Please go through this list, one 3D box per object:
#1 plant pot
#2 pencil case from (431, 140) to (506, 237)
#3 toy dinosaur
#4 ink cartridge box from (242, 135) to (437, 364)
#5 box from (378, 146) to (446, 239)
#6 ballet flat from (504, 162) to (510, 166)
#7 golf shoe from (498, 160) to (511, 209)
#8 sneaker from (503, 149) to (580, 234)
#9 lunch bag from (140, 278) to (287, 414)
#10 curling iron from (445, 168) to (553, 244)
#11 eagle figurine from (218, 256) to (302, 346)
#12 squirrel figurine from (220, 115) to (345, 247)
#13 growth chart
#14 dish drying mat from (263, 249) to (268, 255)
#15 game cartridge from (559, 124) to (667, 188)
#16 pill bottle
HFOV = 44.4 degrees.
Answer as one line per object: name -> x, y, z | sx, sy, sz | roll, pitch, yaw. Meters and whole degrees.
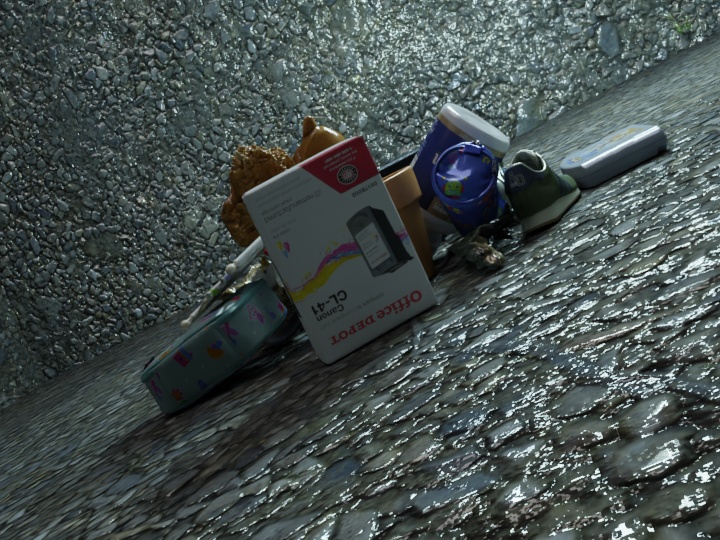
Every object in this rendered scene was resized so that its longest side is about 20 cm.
plant pot -> 0.009, -0.030, 1.158 | 0.197, 0.142, 0.200 | -27, 7, 3
pencil case -> 0.140, -0.097, 1.101 | 0.088, 0.077, 0.200 | -66, -17, -6
toy dinosaur -> 0.146, -0.035, 1.059 | 0.087, 0.048, 0.200 | -35, 3, -6
ink cartridge box -> -0.023, -0.024, 0.962 | 0.146, 0.203, 0.086 | -28, 7, -7
box -> 0.101, -0.127, 1.526 | 0.106, 0.151, 0.200 | -26, 6, 4
ballet flat -> 0.228, -0.125, 1.437 | 0.064, 0.067, 0.199 | -60, 19, -22
golf shoe -> 0.184, -0.126, 1.308 | 0.097, 0.079, 0.201 | -38, 25, 7
sneaker -> 0.229, -0.116, 1.131 | 0.066, 0.091, 0.200 | -25, 6, 27
lunch bag -> -0.196, 0.099, 1.179 | 0.199, 0.078, 0.161 | -36, 8, 17
curling iron -> 0.215, -0.093, 1.340 | 0.198, 0.026, 0.050 | -34, -15, -5
eagle figurine -> -0.114, 0.046, 1.302 | 0.196, 0.151, 0.154 | 8, 67, 25
squirrel figurine -> -0.100, -0.121, 1.244 | 0.186, 0.143, 0.199 | -43, -15, 29
growth chart -> -0.171, 0.006, 1.175 | 0.145, 0.018, 0.200 | -48, 4, -37
dish drying mat -> -0.061, -0.055, 1.398 | 0.198, 0.019, 0.076 | -17, -12, 38
game cartridge -> 0.350, -0.161, 1.248 | 0.131, 0.042, 0.200 | -23, 7, 9
pill bottle -> 0.117, -0.122, 1.251 | 0.202, 0.110, 0.111 | -60, -6, 20
